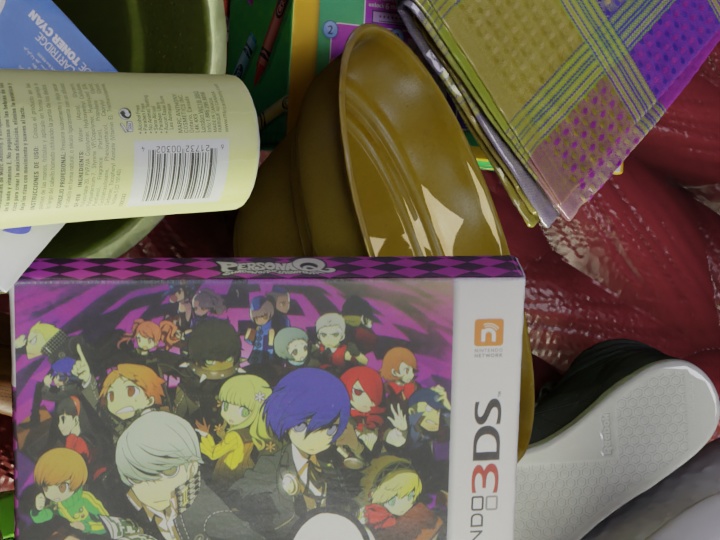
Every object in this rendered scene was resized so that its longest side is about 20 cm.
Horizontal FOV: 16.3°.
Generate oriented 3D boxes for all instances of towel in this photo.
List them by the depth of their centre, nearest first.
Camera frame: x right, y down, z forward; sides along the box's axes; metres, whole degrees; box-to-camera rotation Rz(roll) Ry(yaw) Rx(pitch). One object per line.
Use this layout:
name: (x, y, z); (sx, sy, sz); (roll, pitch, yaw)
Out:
towel: (0.107, -0.134, 1.199); (0.200, 0.023, 0.144); (-48, 114, -27)

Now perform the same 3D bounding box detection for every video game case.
video game case: (-0.037, 0.084, 0.986); (0.199, 0.036, 0.182); (0, 106, -6)

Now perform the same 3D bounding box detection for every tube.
tube: (-0.135, -0.044, 0.895); (0.199, 0.052, 0.058); (-4, 52, -27)

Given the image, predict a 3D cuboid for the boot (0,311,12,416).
boot: (-0.108, 0.057, 1.083); (0.199, 0.188, 0.069); (19, 105, -21)

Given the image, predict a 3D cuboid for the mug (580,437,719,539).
mug: (0.153, 0.176, 1.258); (0.175, 0.200, 0.148); (-29, 63, -18)

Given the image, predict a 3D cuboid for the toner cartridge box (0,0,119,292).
toner cartridge box: (-0.176, -0.093, 0.919); (0.200, 0.043, 0.095); (47, 70, -23)

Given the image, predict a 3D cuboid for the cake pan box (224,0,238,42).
cake pan box: (-0.023, -0.202, 1.229); (0.184, 0.052, 0.201); (21, 80, -32)

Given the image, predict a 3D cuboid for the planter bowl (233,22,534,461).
planter bowl: (0.000, 0.000, 1.096); (0.200, 0.083, 0.201); (-18, 90, -71)

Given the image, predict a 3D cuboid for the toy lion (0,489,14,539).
toy lion: (-0.115, 0.155, 1.172); (0.199, 0.069, 0.193); (19, 73, -29)

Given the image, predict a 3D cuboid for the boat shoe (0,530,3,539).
boat shoe: (-0.247, 0.121, 1.065); (0.199, 0.074, 0.060); (-9, 139, -20)

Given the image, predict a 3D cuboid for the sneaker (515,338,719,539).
sneaker: (0.090, 0.103, 1.289); (0.200, 0.099, 0.071); (-31, 97, 5)

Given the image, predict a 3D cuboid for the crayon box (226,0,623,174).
crayon box: (0.036, -0.111, 1.204); (0.199, 0.058, 0.119); (3, 89, -32)

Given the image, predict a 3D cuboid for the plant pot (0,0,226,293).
plant pot: (-0.188, -0.092, 1.047); (0.199, 0.190, 0.201); (0, 90, -32)
